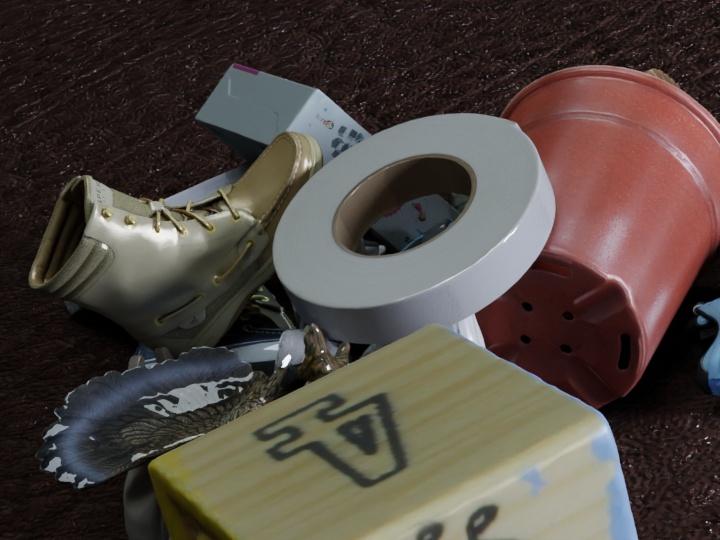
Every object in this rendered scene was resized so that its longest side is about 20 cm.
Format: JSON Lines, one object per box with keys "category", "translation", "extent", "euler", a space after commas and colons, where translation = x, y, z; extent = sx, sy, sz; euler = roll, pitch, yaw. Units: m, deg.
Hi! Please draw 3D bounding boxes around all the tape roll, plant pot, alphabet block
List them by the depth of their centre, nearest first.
{"category": "alphabet block", "translation": [0.026, 0.172, 1.133], "extent": [0.199, 0.196, 0.196], "euler": [-26, 24, -21]}
{"category": "tape roll", "translation": [0.036, -0.032, 1.401], "extent": [0.202, 0.037, 0.203], "euler": [-18, 37, 14]}
{"category": "plant pot", "translation": [0.161, -0.012, 1.477], "extent": [0.200, 0.202, 0.196], "euler": [-3, 35, 27]}

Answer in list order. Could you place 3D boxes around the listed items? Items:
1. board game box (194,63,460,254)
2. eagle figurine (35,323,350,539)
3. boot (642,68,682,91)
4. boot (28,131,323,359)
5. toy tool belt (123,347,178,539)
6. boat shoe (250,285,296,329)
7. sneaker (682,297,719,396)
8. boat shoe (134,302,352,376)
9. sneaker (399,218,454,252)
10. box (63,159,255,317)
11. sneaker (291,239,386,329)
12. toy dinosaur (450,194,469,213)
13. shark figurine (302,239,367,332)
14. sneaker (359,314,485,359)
{"category": "board game box", "translation": [-0.024, -0.085, 1.719], "extent": [0.064, 0.200, 0.147], "euler": [-55, 34, -7]}
{"category": "eagle figurine", "translation": [-0.087, 0.116, 1.306], "extent": [0.199, 0.151, 0.152], "euler": [-31, 52, 14]}
{"category": "boot", "translation": [0.222, -0.079, 1.593], "extent": [0.107, 0.200, 0.075], "euler": [-13, 55, 18]}
{"category": "boot", "translation": [-0.133, -0.039, 1.476], "extent": [0.200, 0.155, 0.073], "euler": [-53, 35, 12]}
{"category": "toy tool belt", "translation": [-0.122, 0.107, 1.451], "extent": [0.124, 0.123, 0.200], "euler": [-12, 24, 8]}
{"category": "boat shoe", "translation": [-0.100, 0.040, 1.661], "extent": [0.072, 0.061, 0.202], "euler": [-24, 25, -19]}
{"category": "sneaker", "translation": [0.272, 0.025, 1.448], "extent": [0.089, 0.079, 0.200], "euler": [-11, 24, 17]}
{"category": "boat shoe", "translation": [-0.092, 0.047, 1.558], "extent": [0.199, 0.071, 0.091], "euler": [-8, 61, 31]}
{"category": "sneaker", "translation": [0.042, 0.037, 1.595], "extent": [0.082, 0.073, 0.200], "euler": [-30, 15, 25]}
{"category": "box", "translation": [-0.174, -0.025, 1.768], "extent": [0.158, 0.049, 0.200], "euler": [-25, -1, -22]}
{"category": "sneaker", "translation": [-0.038, 0.013, 1.676], "extent": [0.075, 0.087, 0.200], "euler": [13, -2, -11]}
{"category": "toy dinosaur", "translation": [0.113, -0.072, 1.800], "extent": [0.088, 0.048, 0.200], "euler": [-22, 20, 1]}
{"category": "shark figurine", "translation": [-0.018, 0.002, 1.518], "extent": [0.128, 0.089, 0.214], "euler": [-50, 43, 0]}
{"category": "sneaker", "translation": [0.035, 0.065, 1.439], "extent": [0.075, 0.082, 0.200], "euler": [-9, -9, -29]}
